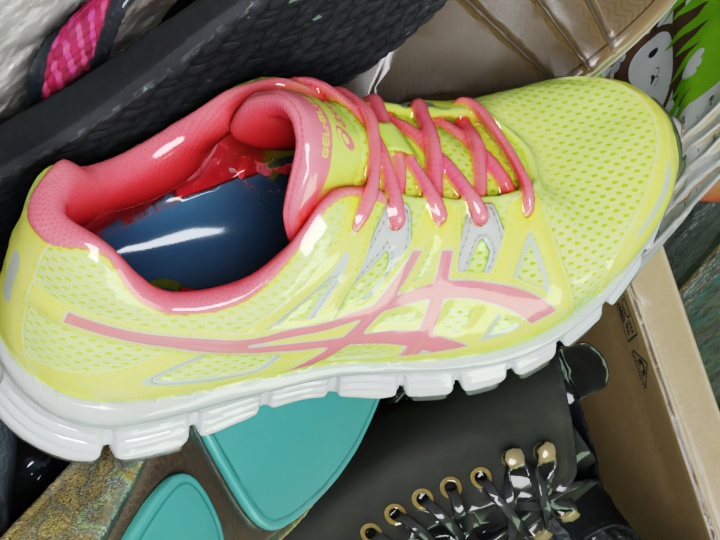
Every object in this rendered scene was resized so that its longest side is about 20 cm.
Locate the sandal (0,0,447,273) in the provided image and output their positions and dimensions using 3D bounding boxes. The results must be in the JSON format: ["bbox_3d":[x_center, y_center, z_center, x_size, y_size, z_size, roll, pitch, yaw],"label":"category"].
[{"bbox_3d":[-0.055,-0.056,0.615,0.199,0.045,0.075,-30,160,5],"label":"sandal"}]

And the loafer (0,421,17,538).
[{"bbox_3d":[-0.151,0.090,0.720,0.072,0.073,0.200,6,142,-13],"label":"loafer"}]

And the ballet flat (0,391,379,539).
[{"bbox_3d":[-0.058,0.062,0.651,0.071,0.070,0.200,-57,178,41],"label":"ballet flat"}]

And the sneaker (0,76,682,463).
[{"bbox_3d":[-0.001,-0.014,0.606,0.199,0.078,0.091,-20,147,-19],"label":"sneaker"}]

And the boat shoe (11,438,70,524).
[{"bbox_3d":[-0.070,0.092,0.850,0.075,0.093,0.200,-47,164,15],"label":"boat shoe"}]

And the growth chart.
[{"bbox_3d":[0.100,-0.059,0.796,0.200,0.018,0.145,-52,-156,28],"label":"growth chart"}]

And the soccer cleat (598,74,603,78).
[{"bbox_3d":[0.000,0.000,0.765,0.200,0.081,0.068,-36,148,9],"label":"soccer cleat"}]

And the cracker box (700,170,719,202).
[{"bbox_3d":[0.193,-0.119,1.028,0.200,0.058,0.134,-49,164,16],"label":"cracker box"}]

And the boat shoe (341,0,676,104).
[{"bbox_3d":[0.014,-0.061,0.707,0.200,0.072,0.065,-36,180,4],"label":"boat shoe"}]

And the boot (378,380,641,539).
[{"bbox_3d":[0.072,0.102,0.871,0.080,0.158,0.211,-51,162,7],"label":"boot"}]

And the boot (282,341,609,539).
[{"bbox_3d":[0.009,0.089,0.697,0.138,0.078,0.200,-17,-149,12],"label":"boot"}]

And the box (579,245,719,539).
[{"bbox_3d":[0.111,0.072,0.899,0.021,0.201,0.164,-16,170,-9],"label":"box"}]
